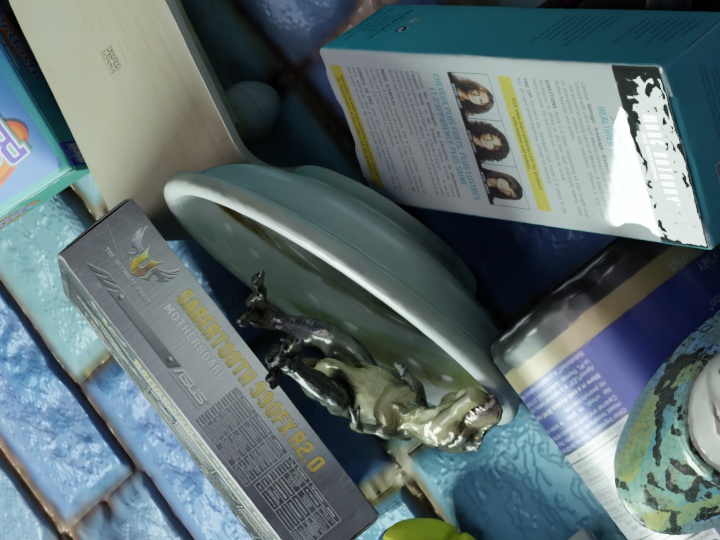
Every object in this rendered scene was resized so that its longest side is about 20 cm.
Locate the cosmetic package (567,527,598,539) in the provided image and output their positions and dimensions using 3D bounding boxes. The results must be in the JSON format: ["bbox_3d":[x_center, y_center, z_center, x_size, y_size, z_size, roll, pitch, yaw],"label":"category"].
[{"bbox_3d":[0.062,0.229,0.875,0.200,0.085,0.108,-36,96,4],"label":"cosmetic package"}]

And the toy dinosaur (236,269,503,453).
[{"bbox_3d":[-0.016,0.045,0.874,0.088,0.048,0.200,33,174,-33],"label":"toy dinosaur"}]

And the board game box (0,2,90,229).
[{"bbox_3d":[-0.266,-0.105,1.041,0.152,0.045,0.201,-30,90,11],"label":"board game box"}]

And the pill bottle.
[{"bbox_3d":[0.156,0.079,0.783,0.200,0.112,0.112,52,134,6],"label":"pill bottle"}]

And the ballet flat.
[{"bbox_3d":[0.178,0.028,0.695,0.200,0.074,0.074,-41,81,1],"label":"ballet flat"}]

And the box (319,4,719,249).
[{"bbox_3d":[0.074,-0.066,0.776,0.199,0.049,0.083,11,130,47],"label":"box"}]

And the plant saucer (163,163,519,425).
[{"bbox_3d":[0.000,0.000,0.874,0.200,0.050,0.200,33,169,7],"label":"plant saucer"}]

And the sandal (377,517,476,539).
[{"bbox_3d":[0.053,0.227,0.968,0.087,0.079,0.201,-20,96,47],"label":"sandal"}]

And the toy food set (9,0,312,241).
[{"bbox_3d":[-0.107,-0.119,0.952,0.143,0.060,0.201,-21,96,55],"label":"toy food set"}]

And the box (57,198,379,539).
[{"bbox_3d":[-0.079,0.065,0.951,0.200,0.048,0.158,52,168,1],"label":"box"}]

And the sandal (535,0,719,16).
[{"bbox_3d":[0.110,-0.107,0.773,0.075,0.048,0.200,52,135,7],"label":"sandal"}]
